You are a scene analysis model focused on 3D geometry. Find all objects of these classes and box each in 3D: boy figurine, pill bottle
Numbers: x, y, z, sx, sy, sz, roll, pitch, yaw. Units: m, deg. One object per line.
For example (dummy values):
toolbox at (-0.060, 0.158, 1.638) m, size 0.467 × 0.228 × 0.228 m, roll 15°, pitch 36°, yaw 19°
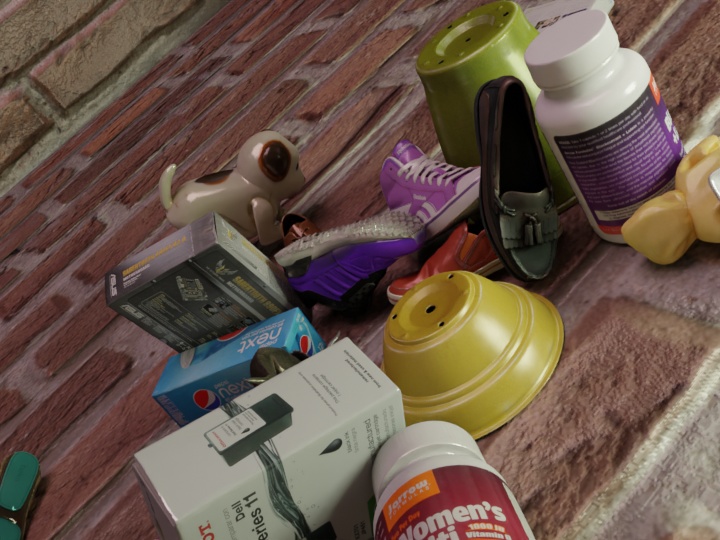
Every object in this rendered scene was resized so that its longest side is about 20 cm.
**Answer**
boy figurine at (0.325, -0.065, 0.800) m, size 0.198 × 0.064 × 0.126 m, roll -32°, pitch 50°, yaw 15°
pill bottle at (0.231, -0.135, 0.867) m, size 0.110 × 0.201 × 0.112 m, roll -27°, pitch 29°, yaw 16°
pill bottle at (0.068, 0.200, 0.641) m, size 0.109 × 0.110 × 0.201 m, roll -33°, pitch 28°, yaw 6°

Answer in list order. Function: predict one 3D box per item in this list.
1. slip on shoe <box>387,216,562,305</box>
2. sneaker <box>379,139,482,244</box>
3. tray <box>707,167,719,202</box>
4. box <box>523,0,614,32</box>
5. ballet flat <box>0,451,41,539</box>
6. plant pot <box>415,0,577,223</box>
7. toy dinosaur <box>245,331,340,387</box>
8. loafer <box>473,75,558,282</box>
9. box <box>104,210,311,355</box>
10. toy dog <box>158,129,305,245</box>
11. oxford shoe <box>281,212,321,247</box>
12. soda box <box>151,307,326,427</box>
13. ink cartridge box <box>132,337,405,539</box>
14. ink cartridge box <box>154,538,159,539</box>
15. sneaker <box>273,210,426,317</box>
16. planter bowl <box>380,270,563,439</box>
slip on shoe at (0.113, -0.023, 0.971) m, size 0.198 × 0.062 × 0.074 m, roll -28°, pitch 15°, yaw 13°
sneaker at (0.077, -0.098, 1.012) m, size 0.072 × 0.116 × 0.200 m, roll -24°, pitch -3°, yaw -30°
tray at (0.387, -0.084, 0.735) m, size 0.198 × 0.108 × 0.022 m, roll -33°, pitch -4°, yaw 8°
box at (0.257, -0.317, 1.299) m, size 0.143 × 0.037 × 0.201 m, roll -5°, pitch 40°, yaw 46°
ballet flat at (-0.443, 0.312, 1.129) m, size 0.066 × 0.070 × 0.201 m, roll -53°, pitch 15°, yaw 30°
plant pot at (0.159, -0.183, 1.035) m, size 0.198 × 0.194 × 0.202 m, roll -28°, pitch 28°, yaw 16°
toy dinosaur at (-0.076, 0.115, 0.915) m, size 0.077 × 0.199 × 0.103 m, roll -36°, pitch 64°, yaw 22°
loafer at (0.151, -0.087, 0.893) m, size 0.071 × 0.204 × 0.063 m, roll -13°, pitch 3°, yaw -8°
box at (-0.174, 0.032, 1.082) m, size 0.157 × 0.200 × 0.049 m, roll -28°, pitch 51°, yaw 16°
toy dog at (-0.168, -0.112, 1.318) m, size 0.199 × 0.194 × 0.140 m, roll -40°, pitch 15°, yaw 6°
oxford shoe at (-0.064, -0.021, 1.178) m, size 0.071 × 0.072 × 0.200 m, roll -37°, pitch 29°, yaw -6°
soda box at (-0.141, 0.115, 1.064) m, size 0.197 × 0.065 × 0.068 m, roll -21°, pitch 31°, yaw 26°
ink cartridge box at (-0.062, 0.169, 0.731) m, size 0.198 × 0.148 × 0.083 m, roll -27°, pitch 41°, yaw -22°
ink cartridge box at (-0.184, 0.305, 0.815) m, size 0.197 × 0.068 × 0.116 m, roll -21°, pitch 31°, yaw 25°
sneaker at (0.000, 0.000, 1.043) m, size 0.198 × 0.101 × 0.069 m, roll -12°, pitch 16°, yaw 37°
planter bowl at (0.082, 0.061, 0.866) m, size 0.198 × 0.084 × 0.202 m, roll -28°, pitch 28°, yaw 16°
